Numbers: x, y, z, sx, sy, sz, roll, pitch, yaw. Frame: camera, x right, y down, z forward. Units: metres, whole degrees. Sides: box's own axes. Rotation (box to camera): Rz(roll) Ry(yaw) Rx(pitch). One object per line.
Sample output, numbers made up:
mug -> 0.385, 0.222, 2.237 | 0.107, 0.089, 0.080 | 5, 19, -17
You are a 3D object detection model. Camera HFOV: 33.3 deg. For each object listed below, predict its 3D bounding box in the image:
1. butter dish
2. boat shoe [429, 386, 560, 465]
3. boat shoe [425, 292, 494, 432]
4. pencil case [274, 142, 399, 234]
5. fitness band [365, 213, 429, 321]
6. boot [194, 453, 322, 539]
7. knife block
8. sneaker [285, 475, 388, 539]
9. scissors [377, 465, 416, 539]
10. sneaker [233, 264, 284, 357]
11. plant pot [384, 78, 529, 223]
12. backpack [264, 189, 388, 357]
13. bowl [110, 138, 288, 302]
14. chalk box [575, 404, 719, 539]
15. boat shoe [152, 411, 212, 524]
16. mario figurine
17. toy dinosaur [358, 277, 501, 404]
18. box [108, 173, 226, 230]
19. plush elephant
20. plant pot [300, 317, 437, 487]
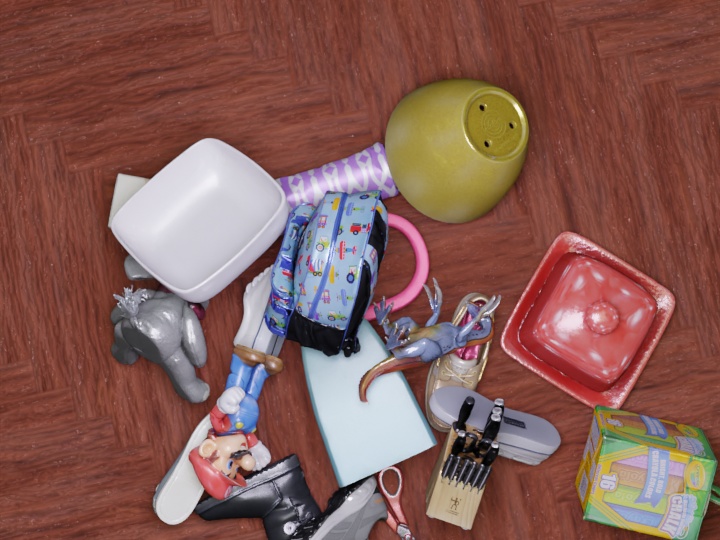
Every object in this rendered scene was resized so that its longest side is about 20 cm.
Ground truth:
butter dish -> 0.318, 0.067, 1.639 | 0.198, 0.148, 0.201 | 31, 86, 4
boat shoe -> 0.175, 0.221, 1.644 | 0.198, 0.074, 0.066 | 23, 125, -13
boat shoe -> 0.137, 0.126, 1.674 | 0.073, 0.069, 0.203 | 15, 85, 2
pencil case -> -0.043, -0.119, 1.697 | 0.198, 0.084, 0.086 | -19, 49, -3
fitness band -> 0.000, 0.000, 1.708 | 0.198, 0.037, 0.145 | -20, 87, 0
boot -> -0.119, 0.379, 1.661 | 0.163, 0.066, 0.202 | -24, 89, 0
knife block -> 0.141, 0.240, 1.588 | 0.063, 0.200, 0.178 | 18, 93, 3
sneaker -> -0.035, 0.357, 1.612 | 0.199, 0.074, 0.080 | -37, 97, -32
scissors -> 0.054, 0.366, 1.682 | 0.072, 0.014, 0.202 | -23, 86, -3
sneaker -> -0.125, 0.031, 1.672 | 0.070, 0.073, 0.202 | 24, 96, 20
plant pot -> 0.151, -0.178, 1.634 | 0.197, 0.142, 0.203 | 5, 78, -23
backpack -> -0.037, -0.012, 1.513 | 0.133, 0.201, 0.184 | 15, 61, -1
bowl -> -0.200, -0.057, 1.570 | 0.200, 0.075, 0.199 | -43, 53, -13
chalk box -> 0.402, 0.276, 1.615 | 0.197, 0.125, 0.125 | 11, 103, 2
boat shoe -> -0.219, 0.255, 1.667 | 0.073, 0.062, 0.201 | 38, 80, -18
mario figurine -> -0.151, 0.209, 1.603 | 0.122, 0.106, 0.202 | 21, 84, -25
toy dinosaur -> 0.096, 0.085, 1.588 | 0.201, 0.180, 0.105 | -57, 42, 15
box -> -0.244, -0.074, 1.688 | 0.197, 0.095, 0.079 | 10, 83, 1
plush elephant -> -0.256, 0.048, 1.651 | 0.163, 0.201, 0.155 | 22, 55, 25
plant pot -> -0.002, 0.166, 1.634 | 0.140, 0.141, 0.202 | -23, 86, -2
